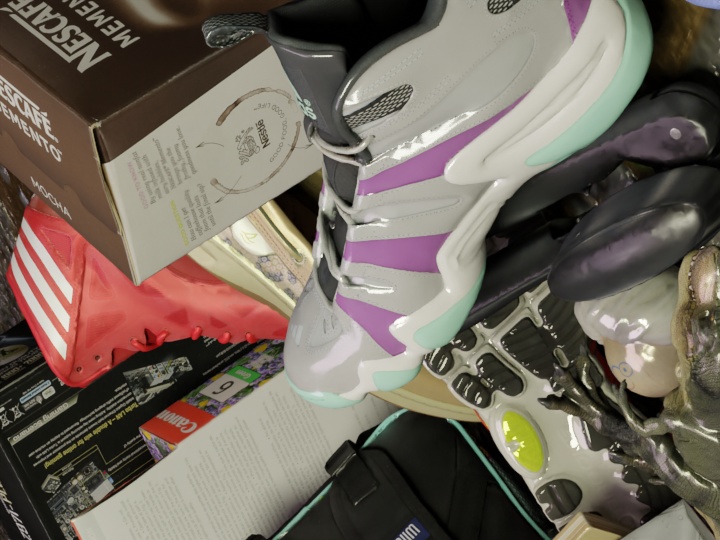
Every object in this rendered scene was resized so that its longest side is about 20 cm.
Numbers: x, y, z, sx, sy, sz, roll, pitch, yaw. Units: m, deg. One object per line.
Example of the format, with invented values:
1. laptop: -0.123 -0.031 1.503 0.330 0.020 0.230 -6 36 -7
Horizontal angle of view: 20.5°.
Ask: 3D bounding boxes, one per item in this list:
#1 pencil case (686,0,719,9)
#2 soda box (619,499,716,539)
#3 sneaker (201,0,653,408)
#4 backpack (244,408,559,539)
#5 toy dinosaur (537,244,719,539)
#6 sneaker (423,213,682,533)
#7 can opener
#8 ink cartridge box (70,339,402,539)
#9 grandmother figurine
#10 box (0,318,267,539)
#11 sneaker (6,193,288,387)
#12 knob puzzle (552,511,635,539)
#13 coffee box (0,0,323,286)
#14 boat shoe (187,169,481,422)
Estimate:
1. pencil case: 0.092 -0.172 0.547 0.086 0.078 0.201 -8 116 33
2. soda box: 0.152 0.187 0.836 0.201 0.068 0.064 57 179 -41
3. sneaker: -0.005 -0.047 0.704 0.139 0.201 0.078 22 -157 -34
4. backpack: 0.045 0.198 1.008 0.200 0.176 0.154 43 170 27
5. toy dinosaur: 0.118 0.066 0.708 0.088 0.047 0.201 26 153 43
6. sneaker: 0.070 0.038 0.872 0.201 0.077 0.085 62 -177 -7
7. can opener: 0.063 -0.017 0.758 0.199 0.078 0.064 -21 95 45
8. ink cartridge box: -0.062 0.114 1.072 0.050 0.199 0.110 16 135 57
9. grandmother figurine: 0.155 0.080 0.782 0.201 0.060 0.121 54 148 0
10. box: -0.117 0.085 1.145 0.086 0.199 0.165 10 130 57
11. sneaker: -0.092 0.021 1.047 0.199 0.116 0.078 28 -165 0
12. knob puzzle: 0.105 0.190 0.885 0.031 0.218 0.221 -119 13 -48
13. coffee box: -0.044 -0.098 0.762 0.113 0.199 0.080 37 151 37
14. boat shoe: 0.000 0.000 0.915 0.199 0.074 0.063 30 135 -9
